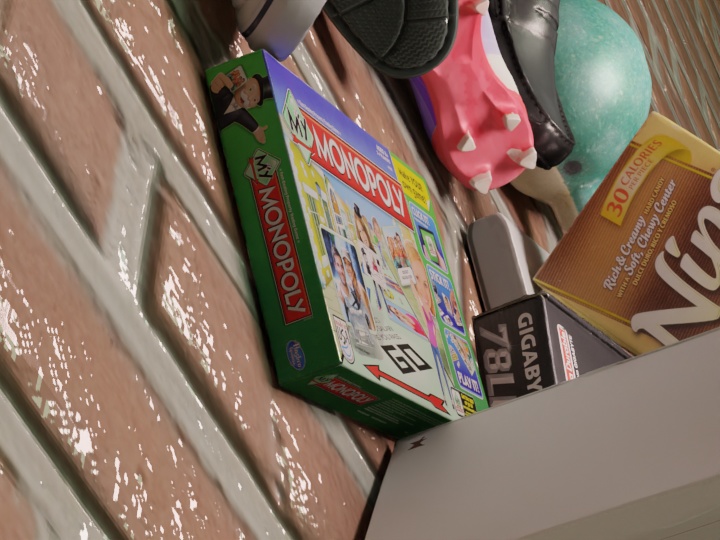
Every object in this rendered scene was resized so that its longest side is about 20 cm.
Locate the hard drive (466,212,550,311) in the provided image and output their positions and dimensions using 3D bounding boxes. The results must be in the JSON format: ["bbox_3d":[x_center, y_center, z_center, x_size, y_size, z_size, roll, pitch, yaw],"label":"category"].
[{"bbox_3d":[0.117,0.054,1.272,0.200,0.026,0.132,32,41,-66],"label":"hard drive"}]

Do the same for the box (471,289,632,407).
[{"bbox_3d":[0.132,0.135,1.115,0.198,0.050,0.201,36,40,-51],"label":"box"}]

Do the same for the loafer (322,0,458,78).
[{"bbox_3d":[-0.010,-0.189,1.068,0.201,0.072,0.063,62,5,-15],"label":"loafer"}]

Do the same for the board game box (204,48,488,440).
[{"bbox_3d":[0.000,0.000,0.941,0.200,0.029,0.135,31,42,-66],"label":"board game box"}]

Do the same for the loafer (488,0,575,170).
[{"bbox_3d":[0.085,-0.148,1.282,0.068,0.070,0.201,40,25,-53],"label":"loafer"}]

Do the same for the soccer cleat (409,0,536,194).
[{"bbox_3d":[0.041,-0.130,1.163,0.077,0.066,0.201,52,-13,54],"label":"soccer cleat"}]

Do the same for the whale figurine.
[{"bbox_3d":[0.143,-0.093,1.392,0.200,0.103,0.160,50,25,-50],"label":"whale figurine"}]

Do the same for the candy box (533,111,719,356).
[{"bbox_3d":[0.206,0.018,1.180,0.200,0.116,0.055,36,1,25],"label":"candy box"}]

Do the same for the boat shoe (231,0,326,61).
[{"bbox_3d":[-0.043,-0.160,0.944,0.067,0.074,0.200,27,31,-16],"label":"boat shoe"}]

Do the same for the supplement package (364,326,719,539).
[{"bbox_3d":[0.127,0.152,0.883,0.147,0.190,0.201,-66,134,-69],"label":"supplement package"}]
